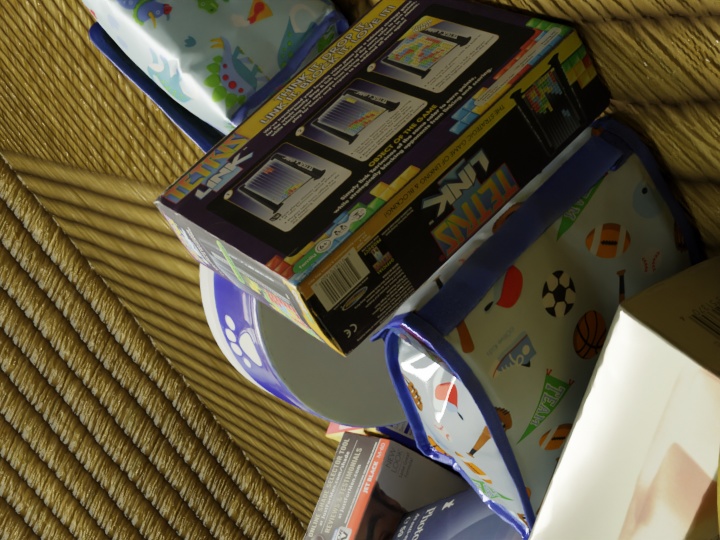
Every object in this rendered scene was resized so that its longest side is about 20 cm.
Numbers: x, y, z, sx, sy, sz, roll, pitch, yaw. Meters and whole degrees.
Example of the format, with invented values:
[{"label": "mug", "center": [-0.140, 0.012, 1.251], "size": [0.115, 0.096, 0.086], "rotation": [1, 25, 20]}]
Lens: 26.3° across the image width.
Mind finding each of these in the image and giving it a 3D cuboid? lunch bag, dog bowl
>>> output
[{"label": "lunch bag", "center": [-0.099, -0.162, 1.068], "size": [0.170, 0.127, 0.200], "rotation": [44, 178, 7]}, {"label": "lunch bag", "center": [0.101, 0.027, 0.862], "size": [0.124, 0.170, 0.200], "rotation": [36, 163, 31]}, {"label": "dog bowl", "center": [0.000, 0.000, 1.020], "size": [0.079, 0.200, 0.200], "rotation": [21, 149, 57]}]

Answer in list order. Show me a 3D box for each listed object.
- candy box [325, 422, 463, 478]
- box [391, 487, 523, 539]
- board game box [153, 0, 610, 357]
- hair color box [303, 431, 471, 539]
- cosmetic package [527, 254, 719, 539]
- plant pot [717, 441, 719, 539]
[{"label": "candy box", "center": [0.090, 0.136, 1.223], "size": [0.200, 0.077, 0.169], "rotation": [26, 168, -9]}, {"label": "box", "center": [0.096, 0.238, 0.994], "size": [0.123, 0.200, 0.198], "rotation": [43, 136, -18]}, {"label": "board game box", "center": [0.008, -0.063, 0.834], "size": [0.165, 0.200, 0.057], "rotation": [29, 158, 54]}, {"label": "hair color box", "center": [0.056, 0.212, 1.169], "size": [0.200, 0.111, 0.064], "rotation": [31, 163, -32]}, {"label": "cosmetic package", "center": [0.168, 0.103, 0.822], "size": [0.087, 0.103, 0.200], "rotation": [39, 133, 30]}, {"label": "plant pot", "center": [0.237, 0.102, 0.675], "size": [0.200, 0.200, 0.142], "rotation": [62, -178, -43]}]
